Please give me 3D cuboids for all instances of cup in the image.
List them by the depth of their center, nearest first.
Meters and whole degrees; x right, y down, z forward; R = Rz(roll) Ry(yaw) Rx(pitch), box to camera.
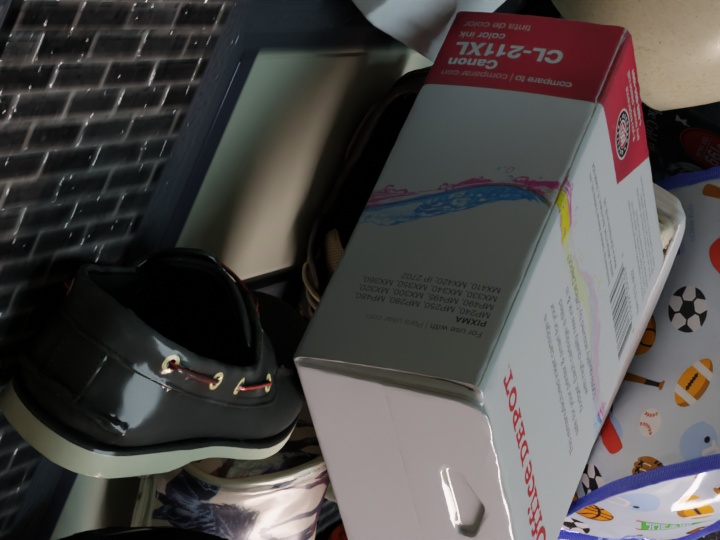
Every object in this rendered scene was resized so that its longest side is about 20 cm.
[{"bbox_3d":[0.171,-0.164,1.247,0.143,0.201,0.200,-40,172,15],"label":"cup"}]

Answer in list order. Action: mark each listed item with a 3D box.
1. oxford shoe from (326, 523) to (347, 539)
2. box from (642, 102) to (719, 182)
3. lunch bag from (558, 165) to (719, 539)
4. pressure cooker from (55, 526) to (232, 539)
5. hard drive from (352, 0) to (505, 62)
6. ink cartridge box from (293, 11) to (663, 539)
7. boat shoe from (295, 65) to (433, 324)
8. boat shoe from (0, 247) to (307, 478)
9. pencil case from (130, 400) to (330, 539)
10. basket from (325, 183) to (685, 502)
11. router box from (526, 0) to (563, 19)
[{"bbox_3d":[-0.009,0.210,1.466,0.073,0.071,0.200,-56,-176,19],"label":"oxford shoe"},{"bbox_3d":[0.242,-0.062,1.428,0.104,0.181,0.200,-57,166,-21],"label":"box"},{"bbox_3d":[0.174,0.051,1.353,0.200,0.123,0.171,136,-45,-62],"label":"lunch bag"},{"bbox_3d":[-0.088,0.223,0.976,0.176,0.178,0.201,-55,164,-41],"label":"pressure cooker"},{"bbox_3d":[0.086,-0.169,1.043,0.200,0.026,0.132,-42,169,9],"label":"hard drive"},{"bbox_3d":[0.055,0.014,1.040,0.146,0.082,0.201,75,32,-46],"label":"ink cartridge box"},{"bbox_3d":[0.000,0.000,1.137,0.073,0.074,0.201,2,106,-65],"label":"boat shoe"},{"bbox_3d":[-0.060,0.029,0.930,0.063,0.074,0.201,-57,164,14],"label":"boat shoe"},{"bbox_3d":[-0.070,0.128,1.078,0.078,0.089,0.201,-102,-158,-46],"label":"pencil case"},{"bbox_3d":[0.057,0.035,1.267,0.123,0.135,0.201,-29,144,-60],"label":"basket"},{"bbox_3d":[0.122,-0.108,1.396,0.200,0.051,0.150,-51,163,-35],"label":"router box"}]
